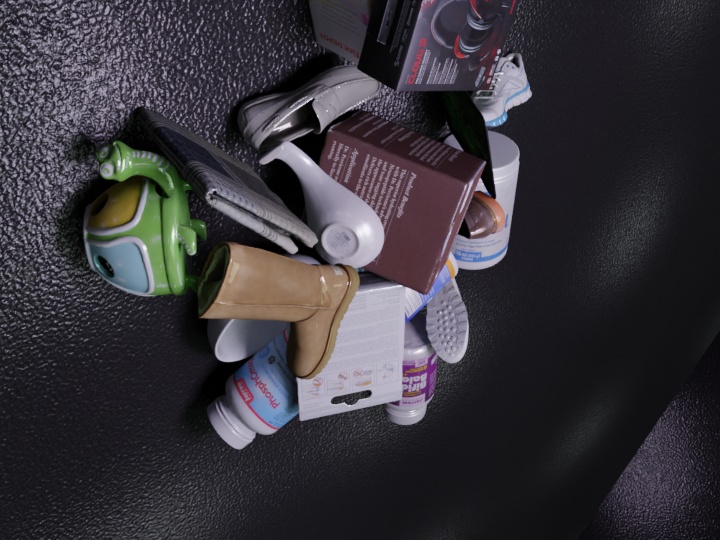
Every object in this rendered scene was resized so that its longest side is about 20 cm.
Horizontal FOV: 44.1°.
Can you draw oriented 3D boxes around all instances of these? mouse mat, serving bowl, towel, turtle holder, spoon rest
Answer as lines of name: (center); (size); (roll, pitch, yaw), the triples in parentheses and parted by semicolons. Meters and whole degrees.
mouse mat: (0.153, -0.217, 1.306); (0.007, 0.201, 0.161); (-20, 138, -2)
serving bowl: (-0.141, 0.042, 1.269); (0.200, 0.066, 0.200); (-36, 161, -14)
towel: (-0.158, -0.102, 1.054); (0.035, 0.193, 0.200); (-52, 143, 9)
turtle holder: (-0.252, -0.048, 1.031); (0.131, 0.142, 0.186); (-2, 159, -4)
spoon rest: (-0.048, -0.086, 1.142); (0.099, 0.061, 0.200); (-29, 112, 24)

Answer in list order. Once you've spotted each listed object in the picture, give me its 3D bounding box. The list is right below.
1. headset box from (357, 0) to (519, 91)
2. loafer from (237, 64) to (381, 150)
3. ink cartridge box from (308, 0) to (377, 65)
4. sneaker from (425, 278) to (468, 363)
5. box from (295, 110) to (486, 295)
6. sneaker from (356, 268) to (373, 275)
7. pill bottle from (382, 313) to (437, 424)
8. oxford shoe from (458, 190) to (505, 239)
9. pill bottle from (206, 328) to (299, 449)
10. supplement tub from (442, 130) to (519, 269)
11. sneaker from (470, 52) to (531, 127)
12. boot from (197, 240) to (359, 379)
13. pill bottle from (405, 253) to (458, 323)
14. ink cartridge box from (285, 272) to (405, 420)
headset box: (0.091, -0.294, 1.053); (0.199, 0.075, 0.150); (-11, 128, -44)
loafer: (-0.058, -0.206, 1.143); (0.199, 0.070, 0.070); (-25, 149, -11)
ink cartridge box: (0.017, -0.352, 1.097); (0.125, 0.128, 0.201); (-36, 141, -22)
sneaker: (0.153, 0.071, 1.545); (0.076, 0.201, 0.081); (-16, 149, 15)
box: (0.043, -0.099, 1.224); (0.164, 0.199, 0.167); (-49, 161, -66)
sneaker: (0.000, 0.000, 1.324); (0.200, 0.086, 0.078); (-96, -170, -83)
pill bottle: (0.082, 0.182, 1.608); (0.112, 0.112, 0.201); (-28, 136, -30)
oxford shoe: (0.127, -0.104, 1.357); (0.073, 0.200, 0.072); (-27, 127, -27)
pill bottle: (-0.128, 0.171, 1.319); (0.200, 0.109, 0.109); (-40, 144, 6)
supplement tub: (0.189, -0.115, 1.472); (0.131, 0.132, 0.201); (-28, 137, -30)
sneaker: (0.206, -0.287, 1.397); (0.200, 0.074, 0.087); (-47, 136, -46)
boot: (-0.113, 0.052, 1.087); (0.199, 0.066, 0.176); (7, 112, -43)
pill bottle: (0.055, 0.029, 1.457); (0.200, 0.112, 0.112); (-43, 142, -14)
ink cartridge box: (-0.020, 0.104, 1.248); (0.161, 0.057, 0.201); (-9, 126, -14)
